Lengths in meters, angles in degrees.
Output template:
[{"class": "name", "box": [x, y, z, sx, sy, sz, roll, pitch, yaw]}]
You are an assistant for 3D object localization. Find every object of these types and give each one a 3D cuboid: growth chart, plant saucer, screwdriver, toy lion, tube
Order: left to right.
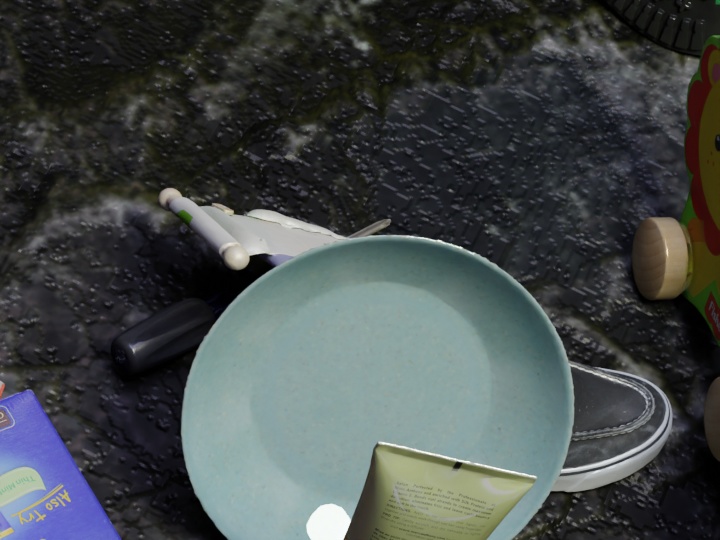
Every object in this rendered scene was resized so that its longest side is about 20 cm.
[{"class": "screwdriver", "box": [-0.057, 0.012, 1.591, 0.200, 0.029, 0.028, -25, 65, -40]}, {"class": "growth chart", "box": [0.000, 0.000, 1.546, 0.200, 0.018, 0.145, 15, 11, -19]}, {"class": "plant saucer", "box": [0.008, 0.068, 1.479, 0.200, 0.201, 0.039, 10, 22, -10]}, {"class": "tube", "box": [0.019, 0.139, 1.403, 0.058, 0.200, 0.052, -26, 68, -30]}, {"class": "toy lion", "box": [0.218, -0.025, 1.577, 0.068, 0.192, 0.200, -3, 46, -18]}]

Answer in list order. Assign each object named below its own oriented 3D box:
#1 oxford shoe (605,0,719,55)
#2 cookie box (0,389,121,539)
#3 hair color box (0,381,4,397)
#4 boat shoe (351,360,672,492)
[{"class": "oxford shoe", "box": [0.221, -0.174, 1.783, 0.200, 0.073, 0.084, 27, 35, 0]}, {"class": "cookie box", "box": [-0.189, 0.180, 1.388, 0.171, 0.075, 0.200, -21, 63, -26]}, {"class": "hair color box", "box": [-0.244, 0.128, 1.326, 0.101, 0.061, 0.200, 20, 56, 0]}, {"class": "boat shoe", "box": [0.078, 0.070, 1.553, 0.199, 0.068, 0.072, 3, 55, -15]}]
